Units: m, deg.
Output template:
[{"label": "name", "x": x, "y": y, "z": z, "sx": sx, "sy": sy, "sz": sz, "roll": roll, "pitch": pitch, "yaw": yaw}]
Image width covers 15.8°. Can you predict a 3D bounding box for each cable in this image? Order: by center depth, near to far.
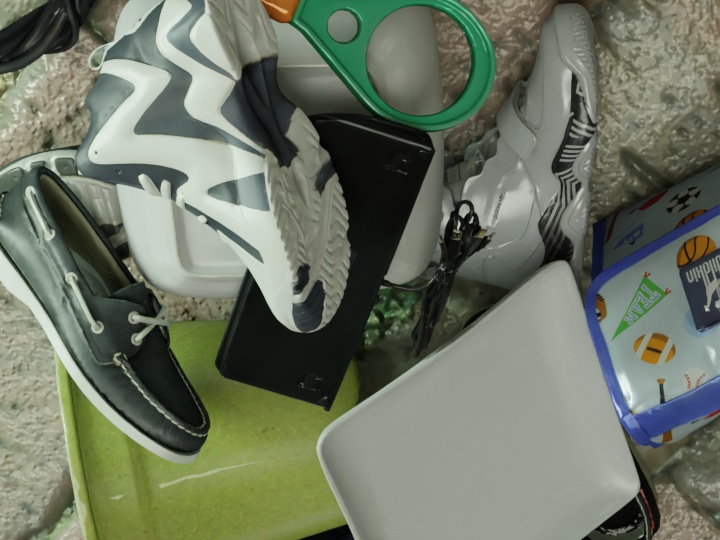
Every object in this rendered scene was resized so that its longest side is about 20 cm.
[{"label": "cable", "x": -0.223, "y": -0.198, "z": 1.548, "sx": 0.163, "sy": 0.051, "sz": 0.200, "roll": -42, "pitch": 140, "yaw": -4}]

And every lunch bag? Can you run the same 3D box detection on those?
[{"label": "lunch bag", "x": 0.228, "y": 0.010, "z": 1.549, "sx": 0.170, "sy": 0.200, "sz": 0.124, "roll": -28, "pitch": 111, "yaw": 20}]

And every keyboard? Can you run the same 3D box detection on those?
[{"label": "keyboard", "x": 0.000, "y": 0.000, "z": 1.505, "sx": 0.127, "sy": 0.021, "sz": 0.200, "roll": 17, "pitch": 124, "yaw": -7}]

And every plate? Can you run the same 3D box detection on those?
[{"label": "plate", "x": 0.070, "y": 0.116, "z": 1.594, "sx": 0.200, "sy": 0.032, "sz": 0.200, "roll": -36, "pitch": 128, "yaw": -19}]

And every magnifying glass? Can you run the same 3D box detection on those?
[{"label": "magnifying glass", "x": -0.017, "y": -0.140, "z": 1.454, "sx": 0.200, "sy": 0.022, "sz": 0.080, "roll": 23, "pitch": 88, "yaw": -9}]

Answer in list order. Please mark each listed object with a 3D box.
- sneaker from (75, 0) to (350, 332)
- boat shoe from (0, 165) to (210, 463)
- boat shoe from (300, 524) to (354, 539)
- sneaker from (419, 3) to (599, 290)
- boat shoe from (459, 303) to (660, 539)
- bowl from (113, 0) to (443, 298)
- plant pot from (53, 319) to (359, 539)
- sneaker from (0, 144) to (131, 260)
[{"label": "sneaker", "x": -0.092, "y": -0.052, "z": 1.440, "sx": 0.129, "sy": 0.079, "sz": 0.200, "roll": -17, "pitch": 102, "yaw": 33}, {"label": "boat shoe", "x": -0.151, "y": 0.026, "z": 1.542, "sx": 0.060, "sy": 0.076, "sz": 0.200, "roll": -45, "pitch": 82, "yaw": 19}, {"label": "boat shoe", "x": -0.045, "y": 0.197, "z": 1.737, "sx": 0.200, "sy": 0.093, "sz": 0.075, "roll": -30, "pitch": 110, "yaw": 19}, {"label": "sneaker", "x": 0.086, "y": -0.071, "z": 1.593, "sx": 0.115, "sy": 0.075, "sz": 0.200, "roll": 4, "pitch": 120, "yaw": 2}, {"label": "boat shoe", "x": 0.132, "y": 0.109, "z": 1.691, "sx": 0.074, "sy": 0.063, "sz": 0.202, "roll": -28, "pitch": 110, "yaw": 20}, {"label": "bowl", "x": -0.050, "y": -0.070, "z": 1.527, "sx": 0.199, "sy": 0.075, "sz": 0.200, "roll": -2, "pitch": 112, "yaw": 1}, {"label": "plant pot", "x": -0.086, "y": 0.107, "z": 1.657, "sx": 0.184, "sy": 0.201, "sz": 0.201, "roll": -11, "pitch": 116, "yaw": -1}, {"label": "sneaker", "x": -0.132, "y": -0.053, "z": 1.619, "sx": 0.199, "sy": 0.085, "sz": 0.075, "roll": -4, "pitch": 111, "yaw": 4}]
